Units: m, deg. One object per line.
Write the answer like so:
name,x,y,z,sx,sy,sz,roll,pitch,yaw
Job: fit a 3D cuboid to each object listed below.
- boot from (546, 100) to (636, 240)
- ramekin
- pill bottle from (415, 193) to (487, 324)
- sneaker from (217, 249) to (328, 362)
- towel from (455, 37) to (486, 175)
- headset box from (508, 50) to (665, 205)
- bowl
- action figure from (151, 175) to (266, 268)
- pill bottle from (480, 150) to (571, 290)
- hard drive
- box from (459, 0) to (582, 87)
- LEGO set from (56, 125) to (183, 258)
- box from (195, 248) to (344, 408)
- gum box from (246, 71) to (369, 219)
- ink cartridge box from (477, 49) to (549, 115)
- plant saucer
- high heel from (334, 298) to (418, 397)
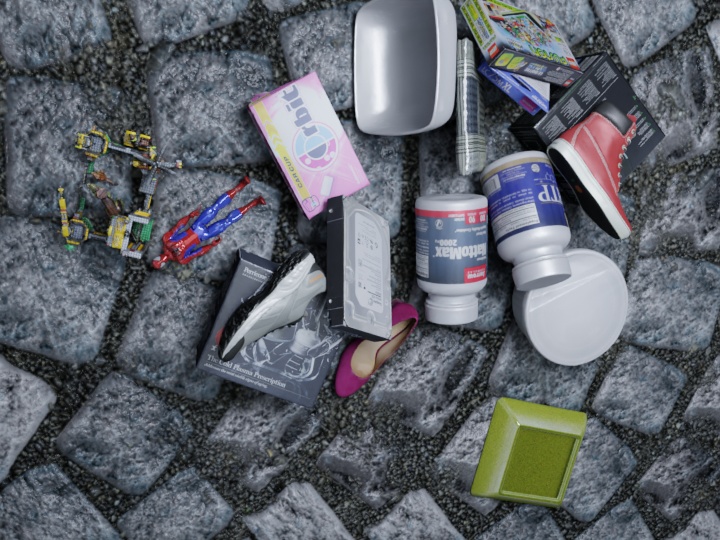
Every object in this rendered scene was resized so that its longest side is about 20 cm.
boot,0.407,-0.161,1.028,0.144,0.072,0.201,-38,104,-4
ramekin,0.361,0.056,1.144,0.199,0.094,0.206,-3,102,-12
pill bottle,0.150,-0.020,1.068,0.118,0.120,0.203,-5,103,-12
sneaker,-0.127,0.064,0.939,0.200,0.074,0.079,-43,111,-3
towel,0.168,-0.244,0.998,0.034,0.200,0.196,0,99,17
headset box,0.387,-0.229,1.093,0.174,0.093,0.200,-46,107,-1
bowl,0.074,-0.305,0.964,0.074,0.199,0.203,-9,104,-33
action figure,-0.243,-0.067,1.007,0.199,0.052,0.066,-37,110,-1
pill bottle,0.271,-0.077,1.045,0.118,0.120,0.203,-8,75,-11
hard drive,0.000,0.000,0.998,0.139,0.037,0.203,25,61,-54
box,0.243,-0.341,0.965,0.198,0.035,0.111,-3,63,-41
LEGO set,-0.358,-0.107,0.934,0.152,0.116,0.202,22,95,-16
box,-0.137,0.091,1.032,0.198,0.104,0.184,22,94,-16
gum box,-0.083,-0.198,1.005,0.113,0.066,0.202,-29,106,-7
ink cartridge box,0.240,-0.322,1.003,0.119,0.201,0.042,32,134,-17
plant saucer,0.329,0.356,1.221,0.197,0.048,0.203,13,98,-15
high heel,0.023,0.137,1.081,0.067,0.096,0.202,30,93,-16
